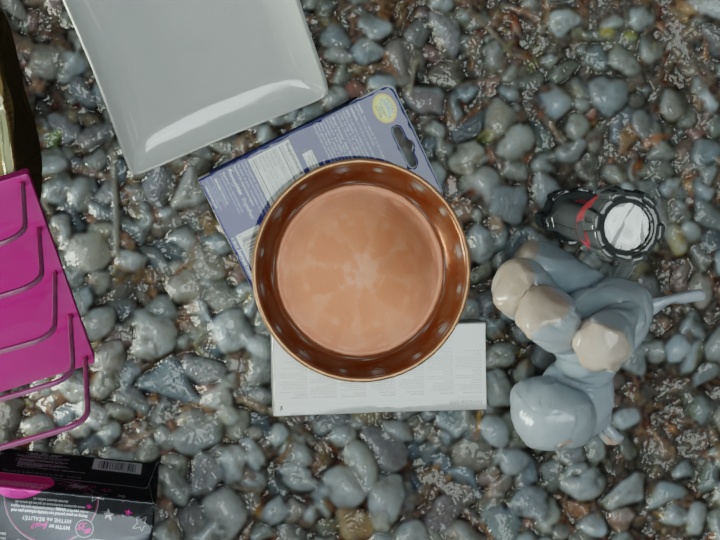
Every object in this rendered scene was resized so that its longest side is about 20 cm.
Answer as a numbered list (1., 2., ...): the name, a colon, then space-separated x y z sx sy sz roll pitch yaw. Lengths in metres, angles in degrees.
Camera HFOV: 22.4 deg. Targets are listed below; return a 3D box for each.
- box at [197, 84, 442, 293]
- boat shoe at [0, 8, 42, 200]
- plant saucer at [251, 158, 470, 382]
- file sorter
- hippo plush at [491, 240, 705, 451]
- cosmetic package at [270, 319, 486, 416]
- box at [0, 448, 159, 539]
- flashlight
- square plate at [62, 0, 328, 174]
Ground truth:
1. box: -0.036 -0.076 1.678 0.199 0.032 0.122 -26 98 -1
2. boat shoe: -0.334 -0.135 1.629 0.066 0.074 0.202 -7 99 12
3. plant saucer: 0.000 0.000 1.648 0.199 0.032 0.202 0 89 -6
4. file sorter: -0.324 0.043 1.585 0.138 0.126 0.201 -16 119 -3
5. hippo plush: 0.187 0.075 1.678 0.159 0.200 0.162 31 119 22
6. cosmetic package: 0.016 0.089 1.691 0.198 0.051 0.083 -1 92 -6
7. box: -0.286 0.234 1.637 0.198 0.132 0.116 7 99 -6
8. flashlight: 0.214 -0.046 1.620 0.068 0.200 0.068 35 92 -8
9. square plate: -0.147 -0.209 1.623 0.199 0.028 0.199 -23 121 -8
